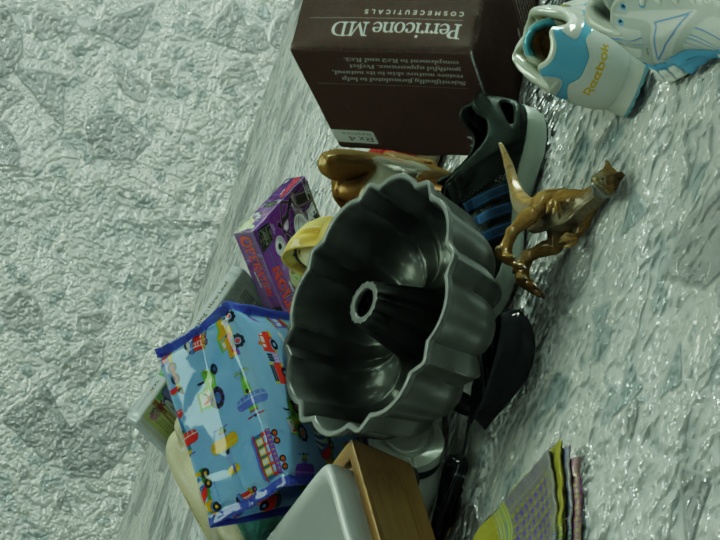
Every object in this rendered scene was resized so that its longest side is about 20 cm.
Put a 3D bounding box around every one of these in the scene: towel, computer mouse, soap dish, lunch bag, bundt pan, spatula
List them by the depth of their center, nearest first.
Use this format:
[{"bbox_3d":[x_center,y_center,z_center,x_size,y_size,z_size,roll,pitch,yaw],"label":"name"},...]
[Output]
[{"bbox_3d":[0.097,0.222,0.967,0.144,0.023,0.201,124,161,-48],"label":"towel"},{"bbox_3d":[0.091,0.120,1.142,0.059,0.034,0.202,-86,12,-63],"label":"computer mouse"},{"bbox_3d":[0.030,0.035,1.146,0.201,0.075,0.204,-32,48,42],"label":"bundt pan"},{"bbox_3d":[-0.006,0.242,1.151,0.200,0.080,0.159,-58,43,49],"label":"soap dish"},{"bbox_3d":[-0.050,0.114,1.252,0.094,0.199,0.152,-31,69,32],"label":"lunch bag"},{"bbox_3d":[0.056,0.084,1.270,0.200,0.056,0.021,-140,50,-62],"label":"spatula"}]

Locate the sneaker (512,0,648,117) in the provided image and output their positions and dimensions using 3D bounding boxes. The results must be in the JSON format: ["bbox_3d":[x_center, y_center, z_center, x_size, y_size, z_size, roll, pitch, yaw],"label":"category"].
[{"bbox_3d":[0.156,-0.171,1.157,0.200,0.080,0.077,-113,42,-74],"label":"sneaker"}]

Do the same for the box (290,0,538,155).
[{"bbox_3d":[0.056,-0.229,1.355,0.165,0.164,0.202,61,-142,-59],"label":"box"}]

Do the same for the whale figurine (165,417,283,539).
[{"bbox_3d":[-0.108,0.190,1.390,0.103,0.160,0.200,-28,4,-8],"label":"whale figurine"}]

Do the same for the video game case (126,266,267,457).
[{"bbox_3d":[-0.120,0.126,1.521,0.022,0.200,0.183,16,64,43],"label":"video game case"}]

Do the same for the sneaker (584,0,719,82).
[{"bbox_3d":[0.198,-0.170,0.958,0.200,0.086,0.076,155,134,-72],"label":"sneaker"}]

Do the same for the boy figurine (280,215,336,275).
[{"bbox_3d":[0.000,0.000,1.310,0.065,0.124,0.199,-49,45,-9],"label":"boy figurine"}]

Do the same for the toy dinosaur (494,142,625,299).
[{"bbox_3d":[0.138,-0.040,1.137,0.107,0.060,0.200,-55,19,-11],"label":"toy dinosaur"}]

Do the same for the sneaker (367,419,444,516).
[{"bbox_3d":[0.034,0.139,1.268,0.200,0.075,0.081,-80,-12,-65],"label":"sneaker"}]

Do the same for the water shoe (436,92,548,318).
[{"bbox_3d":[0.092,-0.046,1.251,0.071,0.078,0.202,141,146,-68],"label":"water shoe"}]

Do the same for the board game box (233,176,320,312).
[{"bbox_3d":[-0.055,0.022,1.542,0.032,0.202,0.120,-5,27,34],"label":"board game box"}]

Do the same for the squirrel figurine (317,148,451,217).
[{"bbox_3d":[0.020,-0.015,1.482,0.200,0.140,0.189,-61,-18,-78],"label":"squirrel figurine"}]

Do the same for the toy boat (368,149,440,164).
[{"bbox_3d":[0.024,-0.168,1.614,0.130,0.129,0.202,-178,106,-78],"label":"toy boat"}]
